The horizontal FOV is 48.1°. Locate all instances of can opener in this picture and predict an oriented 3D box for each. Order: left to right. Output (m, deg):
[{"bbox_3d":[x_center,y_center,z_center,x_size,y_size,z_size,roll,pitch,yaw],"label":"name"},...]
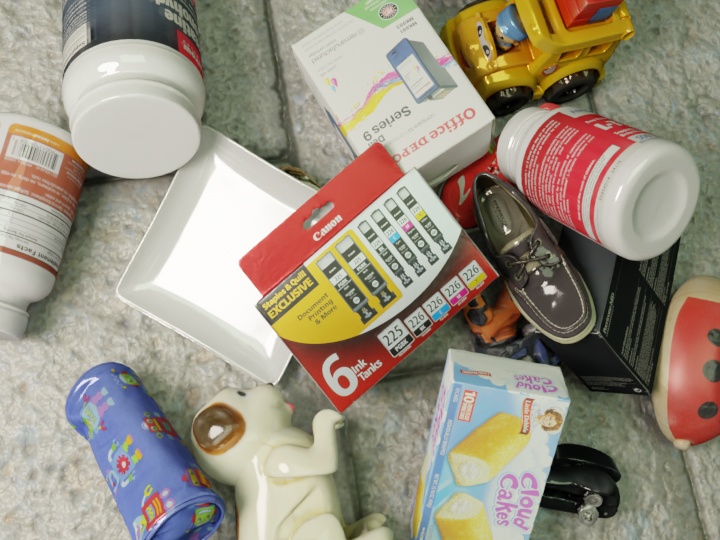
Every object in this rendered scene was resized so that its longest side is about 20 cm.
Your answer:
[{"bbox_3d":[0.187,0.226,0.866,0.195,0.079,0.065,8,113,-6],"label":"can opener"}]

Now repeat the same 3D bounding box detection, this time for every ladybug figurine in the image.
[{"bbox_3d":[0.391,0.104,0.907,0.134,0.071,0.204,23,77,-31],"label":"ladybug figurine"}]

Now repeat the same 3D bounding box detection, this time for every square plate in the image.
[{"bbox_3d":[-0.125,-0.015,0.840,0.196,0.028,0.203,29,92,2],"label":"square plate"}]

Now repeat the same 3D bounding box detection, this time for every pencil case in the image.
[{"bbox_3d":[-0.201,0.174,0.735,0.200,0.077,0.088,43,104,37],"label":"pencil case"}]

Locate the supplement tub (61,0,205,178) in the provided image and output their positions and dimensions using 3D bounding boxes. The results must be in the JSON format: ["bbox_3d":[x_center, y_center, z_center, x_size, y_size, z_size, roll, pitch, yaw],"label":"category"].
[{"bbox_3d":[-0.230,-0.212,0.816,0.137,0.141,0.204,-5,61,-13],"label":"supplement tub"}]

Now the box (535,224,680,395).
[{"bbox_3d":[0.274,0.011,0.878,0.141,0.078,0.203,43,58,-40],"label":"box"}]

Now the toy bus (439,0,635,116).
[{"bbox_3d":[0.211,-0.281,0.922,0.196,0.192,0.138,-15,81,-13],"label":"toy bus"}]

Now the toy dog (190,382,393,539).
[{"bbox_3d":[-0.085,0.205,0.782,0.192,0.140,0.202,-33,83,2],"label":"toy dog"}]

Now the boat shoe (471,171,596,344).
[{"bbox_3d":[0.164,-0.017,0.812,0.071,0.065,0.202,-33,58,14],"label":"boat shoe"}]

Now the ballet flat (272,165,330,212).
[{"bbox_3d":[-0.027,-0.043,0.877,0.198,0.065,0.071,34,68,-3],"label":"ballet flat"}]

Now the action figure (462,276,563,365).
[{"bbox_3d":[0.170,0.067,0.896,0.198,0.104,0.198,-10,83,-44],"label":"action figure"}]

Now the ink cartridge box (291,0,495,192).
[{"bbox_3d":[0.036,-0.190,0.886,0.144,0.088,0.202,-31,77,-1],"label":"ink cartridge box"}]

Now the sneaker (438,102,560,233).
[{"bbox_3d":[0.162,-0.127,0.925,0.077,0.085,0.200,42,70,11],"label":"sneaker"}]

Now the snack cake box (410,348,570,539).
[{"bbox_3d":[0.122,0.187,0.789,0.112,0.067,0.204,10,112,0],"label":"snack cake box"}]

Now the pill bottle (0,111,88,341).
[{"bbox_3d":[-0.343,-0.040,0.786,0.110,0.112,0.204,13,74,-8],"label":"pill bottle"}]

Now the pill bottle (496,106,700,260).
[{"bbox_3d":[0.227,-0.098,0.809,0.110,0.200,0.114,-13,119,-24],"label":"pill bottle"}]

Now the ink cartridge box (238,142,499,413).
[{"bbox_3d":[0.000,0.000,0.782,0.199,0.084,0.176,-40,93,0],"label":"ink cartridge box"}]
